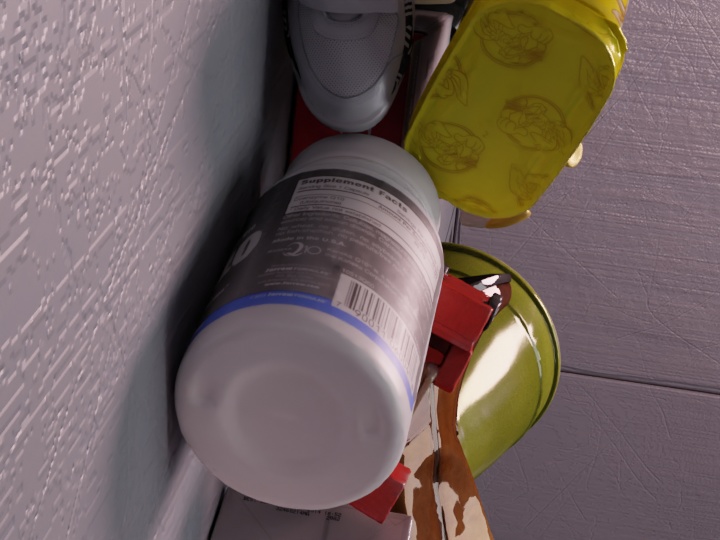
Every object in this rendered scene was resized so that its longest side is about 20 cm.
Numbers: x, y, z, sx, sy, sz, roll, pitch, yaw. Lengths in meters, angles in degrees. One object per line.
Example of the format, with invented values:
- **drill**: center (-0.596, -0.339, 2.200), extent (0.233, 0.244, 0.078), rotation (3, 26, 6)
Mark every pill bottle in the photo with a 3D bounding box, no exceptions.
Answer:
- **pill bottle**: center (-0.017, 0.016, 0.717), extent (0.200, 0.113, 0.114), rotation (-72, 168, -56)

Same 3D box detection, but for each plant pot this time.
- **plant pot**: center (0.046, 0.106, 1.145), extent (0.193, 0.199, 0.202), rotation (-48, 147, -58)

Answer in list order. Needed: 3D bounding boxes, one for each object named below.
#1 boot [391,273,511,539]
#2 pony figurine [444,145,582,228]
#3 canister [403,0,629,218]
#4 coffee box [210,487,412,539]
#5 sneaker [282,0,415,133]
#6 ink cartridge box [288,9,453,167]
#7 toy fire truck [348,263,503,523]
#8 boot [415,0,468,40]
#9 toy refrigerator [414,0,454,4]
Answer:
- **boot**: center (0.071, 0.115, 1.003), extent (0.188, 0.068, 0.201), rotation (-32, 108, -48)
- **pony figurine**: center (0.091, -0.122, 1.155), extent (0.166, 0.199, 0.194), rotation (36, 72, -39)
- **canister**: center (0.104, -0.148, 0.809), extent (0.149, 0.086, 0.201), rotation (-60, -175, 46)
- **coffee box**: center (-0.033, 0.232, 0.842), extent (0.080, 0.112, 0.201), rotation (-74, 169, -48)
- **sneaker**: center (-0.012, -0.173, 0.724), extent (0.115, 0.075, 0.202), rotation (-34, 127, -81)
- **ink cartridge box**: center (0.000, -0.064, 0.898), extent (0.176, 0.083, 0.202), rotation (-53, 150, -73)
- **toy fire truck**: center (0.032, 0.069, 0.842), extent (0.142, 0.049, 0.200), rotation (-62, 175, 4)
- **boot**: center (0.080, -0.238, 1.060), extent (0.201, 0.065, 0.165), rotation (-62, -164, -19)
- **toy refrigerator**: center (0.046, -0.238, 0.848), extent (0.200, 0.075, 0.071), rotation (129, -44, -70)
